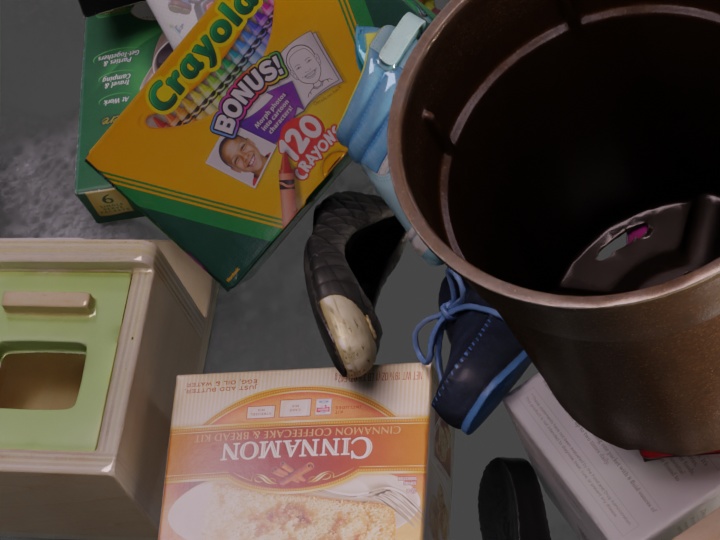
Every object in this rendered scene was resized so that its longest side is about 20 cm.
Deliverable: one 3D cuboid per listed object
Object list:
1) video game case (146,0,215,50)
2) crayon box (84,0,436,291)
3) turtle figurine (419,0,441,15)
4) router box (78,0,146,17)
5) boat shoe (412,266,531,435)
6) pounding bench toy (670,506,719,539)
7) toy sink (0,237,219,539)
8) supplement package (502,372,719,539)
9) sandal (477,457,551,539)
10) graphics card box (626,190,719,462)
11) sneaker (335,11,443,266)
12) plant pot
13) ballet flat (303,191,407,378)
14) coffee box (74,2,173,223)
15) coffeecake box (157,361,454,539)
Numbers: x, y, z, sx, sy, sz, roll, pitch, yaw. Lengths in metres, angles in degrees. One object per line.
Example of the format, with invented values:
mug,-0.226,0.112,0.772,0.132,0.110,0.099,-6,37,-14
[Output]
video game case,-0.055,-0.173,1.465,0.143,0.018,0.200,-29,90,13
crayon box,-0.052,-0.102,1.433,0.119,0.058,0.200,42,102,3
turtle figurine,0.098,-0.163,1.488,0.199,0.065,0.161,-21,16,-9
router box,-0.117,-0.252,1.581,0.149,0.062,0.200,-14,35,3
boat shoe,0.068,0.028,1.356,0.069,0.200,0.084,37,114,1
pounding bench toy,0.191,0.207,1.212,0.200,0.156,0.124,-34,57,-4
toy sink,-0.171,0.047,1.441,0.130,0.112,0.201,1,61,17
supplement package,0.199,0.080,1.305,0.200,0.120,0.121,-33,55,-4
sandal,0.081,0.193,1.299,0.048,0.075,0.201,1,52,-18
graphics card box,0.200,-0.005,1.254,0.125,0.051,0.201,-5,57,15
sneaker,0.071,-0.113,1.324,0.200,0.080,0.131,-42,83,-6
plant pot,0.133,-0.023,1.136,0.200,0.198,0.201,-8,58,13
ballet flat,0.000,0.000,1.399,0.057,0.067,0.200,-12,24,7
coffee box,-0.117,-0.130,1.568,0.123,0.044,0.201,-9,58,11
coffeecake box,-0.031,0.159,1.357,0.153,0.073,0.201,-3,60,13
